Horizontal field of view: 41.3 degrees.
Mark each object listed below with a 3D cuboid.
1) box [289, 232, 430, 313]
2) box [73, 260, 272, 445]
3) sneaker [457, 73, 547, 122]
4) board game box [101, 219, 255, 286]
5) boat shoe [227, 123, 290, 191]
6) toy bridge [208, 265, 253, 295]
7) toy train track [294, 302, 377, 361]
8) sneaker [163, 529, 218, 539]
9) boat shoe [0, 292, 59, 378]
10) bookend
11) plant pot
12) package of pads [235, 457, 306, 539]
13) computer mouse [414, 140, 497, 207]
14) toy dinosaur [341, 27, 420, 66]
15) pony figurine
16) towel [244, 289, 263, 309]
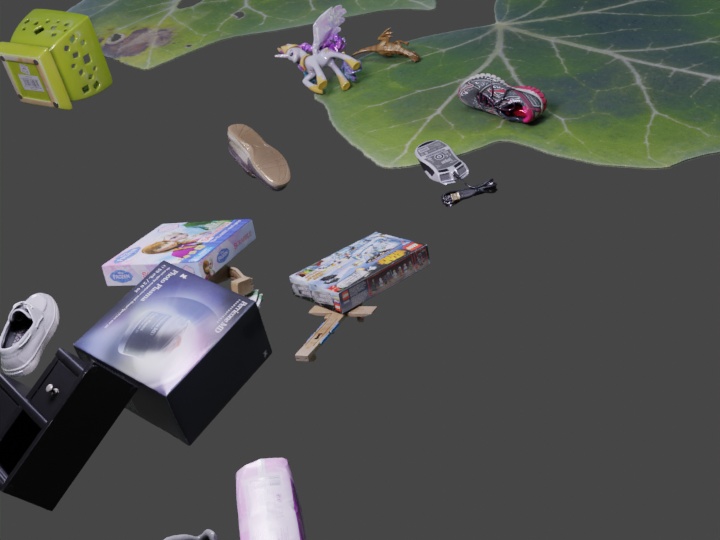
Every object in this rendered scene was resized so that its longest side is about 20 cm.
[{"bbox_3d":[0.000,0.000,1.587,0.199,0.040,0.136,-28,27,-32],"label":"box"},{"bbox_3d":[-0.271,0.114,1.406,0.197,0.124,0.200,21,53,29],"label":"box"},{"bbox_3d":[0.297,-0.368,2.051,0.198,0.081,0.075,16,43,30],"label":"sneaker"},{"bbox_3d":[-0.315,-0.033,1.675,0.197,0.042,0.200,-2,23,23],"label":"board game box"},{"bbox_3d":[-0.211,-0.223,1.962,0.071,0.065,0.200,-22,55,-34],"label":"boat shoe"},{"bbox_3d":[-0.252,0.011,1.638,0.198,0.028,0.067,9,22,41],"label":"toy bridge"},{"bbox_3d":[-0.043,0.094,1.486,0.113,0.033,0.200,0,25,28],"label":"toy train track"},{"bbox_3d":[-0.230,0.366,1.071,0.074,0.117,0.200,17,41,32],"label":"sneaker"},{"bbox_3d":[-0.554,0.090,1.576,0.071,0.069,0.201,-3,35,7],"label":"boat shoe"},{"bbox_3d":[-0.442,0.186,1.317,0.198,0.092,0.201,29,80,41],"label":"bookend"},{"bbox_3d":[-0.773,-0.518,2.394,0.198,0.201,0.182,12,46,26],"label":"plant pot"},{"bbox_3d":[-0.095,0.327,1.096,0.075,0.122,0.201,-11,35,-5],"label":"package of pads"},{"bbox_3d":[0.173,-0.189,1.854,0.108,0.044,0.200,-22,42,-12],"label":"computer mouse"},{"bbox_3d":[0.056,-0.558,2.391,0.197,0.061,0.107,3,37,17],"label":"toy dinosaur"},{"bbox_3d":[-0.086,-0.519,2.306,0.192,0.168,0.200,-32,56,-17],"label":"pony figurine"},{"bbox_3d":[-0.246,0.105,1.535,0.147,0.031,0.201,-3,37,12],"label":"towel"}]
